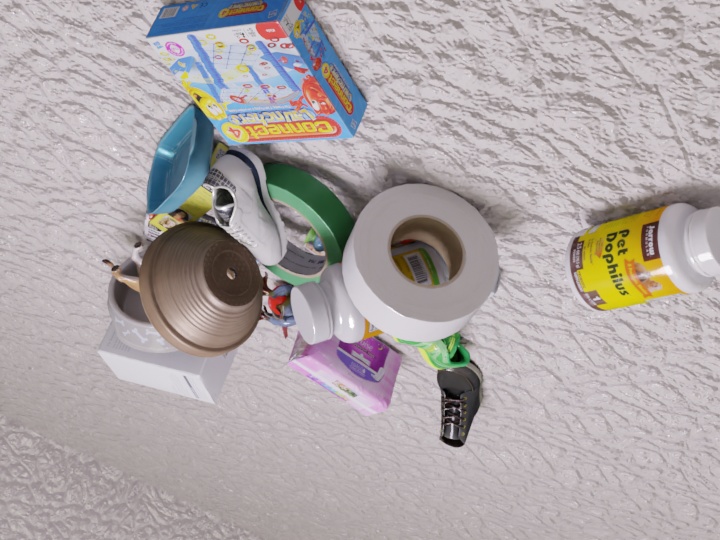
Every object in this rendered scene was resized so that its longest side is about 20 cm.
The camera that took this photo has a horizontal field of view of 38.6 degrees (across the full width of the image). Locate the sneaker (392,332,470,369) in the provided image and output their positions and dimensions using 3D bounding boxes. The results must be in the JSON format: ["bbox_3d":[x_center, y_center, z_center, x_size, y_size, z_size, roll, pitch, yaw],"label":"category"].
[{"bbox_3d":[0.118,0.103,1.672,0.083,0.075,0.200,1,156,36],"label":"sneaker"}]

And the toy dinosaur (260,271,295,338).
[{"bbox_3d":[-0.089,0.046,1.627,0.180,0.106,0.200,7,165,31],"label":"toy dinosaur"}]

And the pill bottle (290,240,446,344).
[{"bbox_3d":[0.010,0.035,1.418,0.199,0.112,0.111,-16,160,-20],"label":"pill bottle"}]

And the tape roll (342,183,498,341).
[{"bbox_3d":[0.080,-0.012,1.355,0.201,0.203,0.071,22,152,-3],"label":"tape roll"}]

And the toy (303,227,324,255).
[{"bbox_3d":[0.000,0.000,1.546,0.199,0.047,0.115,34,150,4],"label":"toy"}]

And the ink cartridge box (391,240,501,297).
[{"bbox_3d":[0.086,0.002,1.537,0.199,0.057,0.163,23,153,-15],"label":"ink cartridge box"}]

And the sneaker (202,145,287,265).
[{"bbox_3d":[-0.163,-0.074,1.421,0.076,0.081,0.201,11,139,32],"label":"sneaker"}]

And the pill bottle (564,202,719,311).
[{"bbox_3d":[0.356,-0.017,1.255,0.109,0.110,0.199,36,148,-28],"label":"pill bottle"}]

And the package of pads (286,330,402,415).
[{"bbox_3d":[-0.027,0.155,1.804,0.200,0.121,0.075,35,143,-25],"label":"package of pads"}]

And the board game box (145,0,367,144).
[{"bbox_3d":[-0.122,-0.239,1.238,0.199,0.056,0.196,1,146,32],"label":"board game box"}]

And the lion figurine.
[{"bbox_3d":[-0.308,0.006,1.673,0.199,0.073,0.123,-6,140,16],"label":"lion figurine"}]

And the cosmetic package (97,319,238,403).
[{"bbox_3d":[-0.323,0.105,1.825,0.199,0.200,0.123,13,152,15],"label":"cosmetic package"}]

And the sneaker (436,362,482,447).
[{"bbox_3d":[0.172,0.237,1.830,0.074,0.107,0.200,7,150,23],"label":"sneaker"}]

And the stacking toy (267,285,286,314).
[{"bbox_3d":[-0.076,0.058,1.715,0.199,0.086,0.085,3,148,37],"label":"stacking toy"}]

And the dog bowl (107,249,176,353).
[{"bbox_3d":[-0.334,0.042,1.736,0.199,0.201,0.059,14,141,12],"label":"dog bowl"}]

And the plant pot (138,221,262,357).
[{"bbox_3d":[-0.209,0.018,1.478,0.200,0.202,0.092,36,144,-27],"label":"plant pot"}]

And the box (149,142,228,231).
[{"bbox_3d":[-0.244,-0.116,1.520,0.050,0.076,0.200,33,151,-19],"label":"box"}]

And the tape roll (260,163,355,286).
[{"bbox_3d":[-0.096,-0.061,1.486,0.200,0.048,0.201,24,143,20],"label":"tape roll"}]

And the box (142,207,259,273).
[{"bbox_3d":[-0.256,-0.049,1.685,0.199,0.035,0.110,23,152,-5],"label":"box"}]

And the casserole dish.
[{"bbox_3d":[-0.249,-0.148,1.428,0.039,0.122,0.200,12,158,-26],"label":"casserole dish"}]
